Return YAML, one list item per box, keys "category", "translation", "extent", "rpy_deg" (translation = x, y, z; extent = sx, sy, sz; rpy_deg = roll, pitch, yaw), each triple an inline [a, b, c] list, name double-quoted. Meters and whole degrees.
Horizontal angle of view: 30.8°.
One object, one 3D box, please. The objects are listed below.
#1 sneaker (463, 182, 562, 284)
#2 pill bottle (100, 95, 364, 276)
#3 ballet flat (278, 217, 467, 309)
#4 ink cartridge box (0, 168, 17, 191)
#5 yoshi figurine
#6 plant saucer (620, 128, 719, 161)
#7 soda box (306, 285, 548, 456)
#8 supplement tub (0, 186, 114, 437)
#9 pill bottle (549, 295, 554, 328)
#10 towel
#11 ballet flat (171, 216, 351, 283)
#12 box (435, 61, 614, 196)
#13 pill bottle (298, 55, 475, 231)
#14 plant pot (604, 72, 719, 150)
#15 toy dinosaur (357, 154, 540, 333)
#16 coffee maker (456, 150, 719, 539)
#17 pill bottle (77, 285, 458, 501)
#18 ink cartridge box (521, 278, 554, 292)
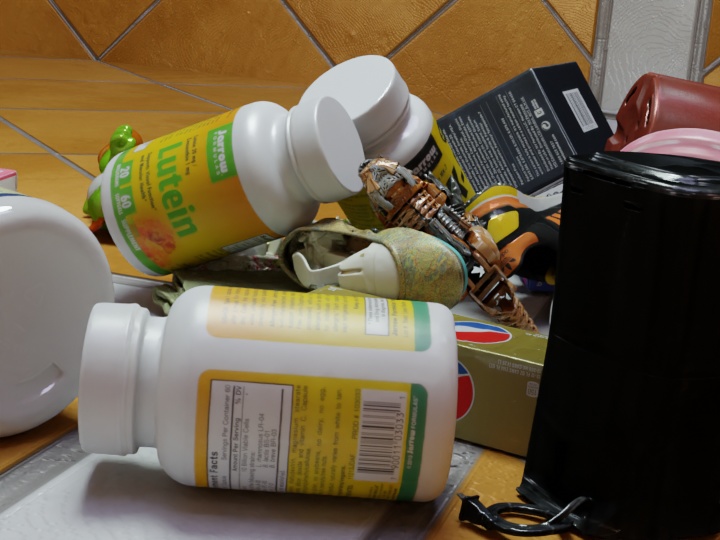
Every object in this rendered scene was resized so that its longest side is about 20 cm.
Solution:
- category: "sneaker"
  translation: [0.169, -0.021, 1.172]
  extent: [0.200, 0.070, 0.090]
  rpy_deg: [3, 51, -46]
- category: "pill bottle"
  translation: [-0.102, -0.073, 1.070]
  extent: [0.200, 0.111, 0.111]
  rpy_deg: [-17, 4, 23]
- category: "ballet flat"
  translation: [0.000, 0.000, 0.976]
  extent: [0.071, 0.071, 0.200]
  rpy_deg: [-3, 11, -31]
- category: "ink cartridge box"
  translation: [-0.428, -0.053, 1.162]
  extent: [0.199, 0.083, 0.147]
  rpy_deg: [7, 14, 8]
- category: "yoshi figurine"
  translation: [-0.232, -0.096, 1.374]
  extent: [0.112, 0.112, 0.200]
  rpy_deg: [10, 15, -9]
- category: "plant saucer"
  translation: [0.290, -0.025, 1.120]
  extent: [0.200, 0.201, 0.051]
  rpy_deg: [12, 44, 28]
- category: "soda box"
  translation: [0.042, 0.064, 0.879]
  extent: [0.200, 0.064, 0.068]
  rpy_deg: [12, 15, 28]
- category: "supplement tub"
  translation: [-0.265, 0.010, 0.819]
  extent: [0.200, 0.145, 0.145]
  rpy_deg: [17, 18, 42]
- category: "pill bottle"
  translation: [0.231, 0.025, 1.002]
  extent: [0.114, 0.115, 0.200]
  rpy_deg: [12, 15, 27]
- category: "towel"
  translation: [-0.059, 0.031, 1.046]
  extent: [0.199, 0.037, 0.148]
  rpy_deg: [0, 14, -17]
- category: "ballet flat"
  translation: [-0.082, -0.018, 1.180]
  extent: [0.200, 0.064, 0.076]
  rpy_deg: [-7, 16, -39]
- category: "box"
  translation: [0.156, -0.128, 1.431]
  extent: [0.196, 0.124, 0.200]
  rpy_deg: [-28, -1, 25]
- category: "pill bottle"
  translation: [0.030, -0.085, 1.168]
  extent: [0.114, 0.200, 0.114]
  rpy_deg: [-20, 40, 17]
- category: "plant pot"
  translation: [0.354, -0.100, 1.308]
  extent: [0.195, 0.201, 0.201]
  rpy_deg: [16, 12, -6]
- category: "toy dinosaur"
  translation: [0.065, -0.010, 1.034]
  extent: [0.102, 0.200, 0.136]
  rpy_deg: [-27, 15, -9]
- category: "coffee maker"
  translation: [0.162, 0.039, 0.729]
  extent: [0.134, 0.201, 0.192]
  rpy_deg: [13, 16, 35]
- category: "pill bottle"
  translation: [-0.051, 0.067, 0.730]
  extent: [0.199, 0.113, 0.113]
  rpy_deg: [4, 13, -3]
- category: "ink cartridge box"
  translation: [0.224, -0.005, 1.287]
  extent: [0.199, 0.042, 0.119]
  rpy_deg: [7, 13, -3]
